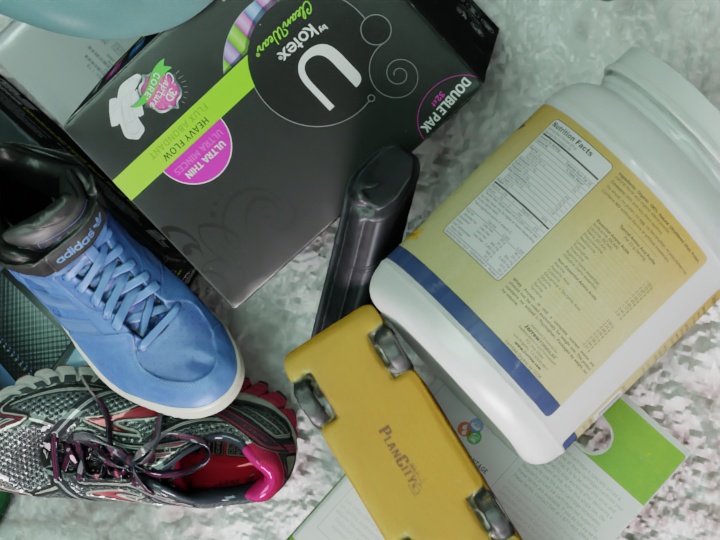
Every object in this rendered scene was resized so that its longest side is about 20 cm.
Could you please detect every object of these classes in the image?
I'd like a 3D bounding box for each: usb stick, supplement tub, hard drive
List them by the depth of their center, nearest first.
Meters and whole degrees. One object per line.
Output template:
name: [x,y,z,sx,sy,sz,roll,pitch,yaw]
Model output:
supplement tub: [0.119,-0.010,1.449,0.200,0.144,0.144,-44,75,-3]
usb stick: [0.000,0.000,1.505,0.032,0.200,0.056,29,58,9]
hard drive: [-0.108,-0.153,1.596,0.200,0.026,0.132,-40,104,18]

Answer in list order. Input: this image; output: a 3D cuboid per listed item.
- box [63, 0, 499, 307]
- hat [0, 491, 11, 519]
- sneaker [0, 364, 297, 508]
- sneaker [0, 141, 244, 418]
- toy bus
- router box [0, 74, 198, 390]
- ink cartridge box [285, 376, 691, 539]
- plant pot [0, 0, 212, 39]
box: [-0.043,-0.109,1.523,0.200,0.124,0.149,-42,99,18]
hat: [-0.332,0.088,1.727,0.199,0.176,0.167,14,111,-21]
sneaker: [-0.137,0.103,1.578,0.198,0.075,0.081,-4,114,2]
sneaker: [-0.153,0.002,1.528,0.077,0.111,0.200,-44,72,-8]
toy bus: [0.036,0.120,1.465,0.065,0.078,0.201,-33,73,2]
router box: [-0.214,-0.009,1.653,0.200,0.062,0.150,40,104,17]
ink cartridge box: [0.076,0.141,1.534,0.148,0.076,0.200,41,85,17]
plant pot: [-0.147,-0.217,1.424,0.200,0.161,0.202,-19,58,32]
